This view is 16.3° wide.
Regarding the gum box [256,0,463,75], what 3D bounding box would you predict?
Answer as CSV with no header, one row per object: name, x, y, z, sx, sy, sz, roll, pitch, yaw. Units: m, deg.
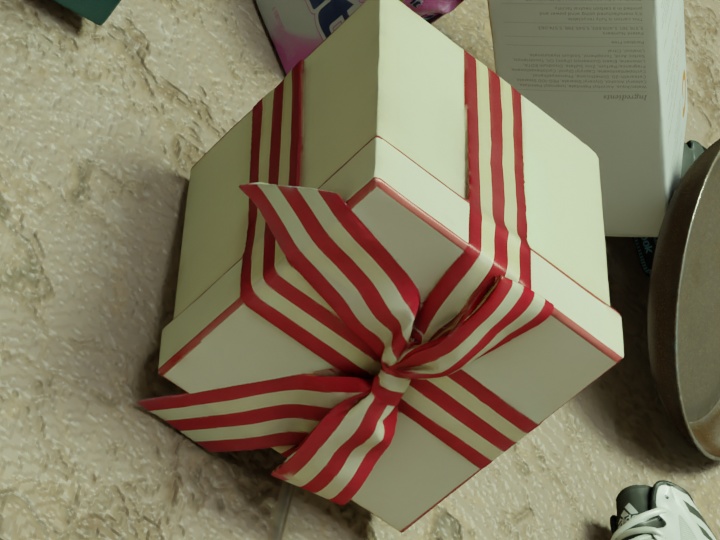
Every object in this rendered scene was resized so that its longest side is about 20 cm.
gum box,-0.017,-0.213,1.428,0.066,0.113,0.201,-3,64,-47

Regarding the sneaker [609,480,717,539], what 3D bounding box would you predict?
sneaker,0.140,0.170,1.344,0.200,0.076,0.116,17,41,-48

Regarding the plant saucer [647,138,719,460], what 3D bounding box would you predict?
plant saucer,0.214,0.011,1.493,0.200,0.032,0.202,-25,119,-57

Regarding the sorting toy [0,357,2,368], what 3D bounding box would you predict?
sorting toy,-0.258,-0.014,1.012,0.184,0.037,0.200,3,34,-33

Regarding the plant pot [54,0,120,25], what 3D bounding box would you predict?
plant pot,-0.182,-0.254,1.270,0.199,0.141,0.142,23,46,-23

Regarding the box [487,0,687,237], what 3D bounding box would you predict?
box,0.135,-0.135,1.454,0.125,0.097,0.201,-74,161,-47

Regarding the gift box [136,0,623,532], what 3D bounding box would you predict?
gift box,0.000,0.000,1.235,0.199,0.185,0.188,30,34,-22

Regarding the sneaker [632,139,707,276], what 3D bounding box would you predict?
sneaker,0.235,-0.037,1.608,0.199,0.073,0.083,-4,80,-42
